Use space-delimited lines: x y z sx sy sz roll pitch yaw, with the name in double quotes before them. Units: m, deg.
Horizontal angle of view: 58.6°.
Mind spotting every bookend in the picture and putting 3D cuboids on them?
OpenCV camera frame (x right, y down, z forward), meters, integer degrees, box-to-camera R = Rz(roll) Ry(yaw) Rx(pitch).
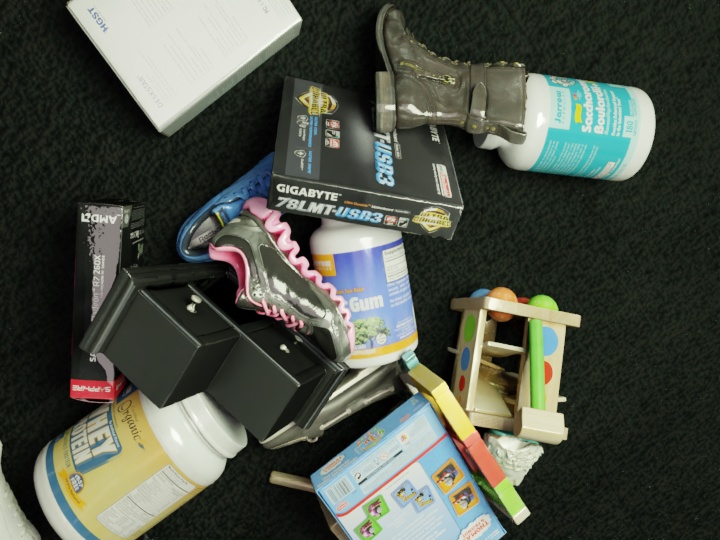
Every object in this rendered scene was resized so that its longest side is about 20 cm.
"bookend" -0.139 0.089 0.661 0.197 0.199 0.093 39 103 13

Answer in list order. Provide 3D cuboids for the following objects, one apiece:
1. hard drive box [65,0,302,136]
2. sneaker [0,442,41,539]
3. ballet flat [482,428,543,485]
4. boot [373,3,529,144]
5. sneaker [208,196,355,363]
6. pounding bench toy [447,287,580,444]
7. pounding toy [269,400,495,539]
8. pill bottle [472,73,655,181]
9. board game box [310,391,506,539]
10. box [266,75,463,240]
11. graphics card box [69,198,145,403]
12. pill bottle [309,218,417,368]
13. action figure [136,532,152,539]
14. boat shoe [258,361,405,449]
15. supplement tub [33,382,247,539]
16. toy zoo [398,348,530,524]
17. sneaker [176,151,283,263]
"hard drive box" -0.186 -0.274 0.704 0.198 0.077 0.157 -37 101 -3
"sneaker" -0.426 0.291 0.755 0.097 0.074 0.206 4 97 -28
"ballet flat" 0.182 0.225 0.771 0.070 0.200 0.074 -3 78 15
"boot" 0.100 -0.216 0.712 0.169 0.070 0.205 1 59 1
"sneaker" -0.087 0.026 0.681 0.095 0.079 0.201 -37 89 -33
"pounding bench toy" 0.183 0.103 0.740 0.121 0.200 0.161 11 84 -10
"pounding toy" 0.023 0.282 0.797 0.199 0.142 0.186 -40 110 -6
"pill bottle" 0.237 -0.172 0.768 0.194 0.111 0.114 4 97 -10
"board game box" 0.057 0.260 0.707 0.150 0.037 0.203 -34 109 -9
"box" 0.003 -0.127 0.699 0.193 0.203 0.050 9 132 -9
"graphics card box" -0.275 0.025 0.705 0.049 0.125 0.206 5 98 -8
"pill bottle" 0.000 0.000 0.752 0.109 0.112 0.206 -12 99 -7
"action figure" -0.309 0.408 0.764 0.199 0.102 0.120 -40 113 -4
"boat shoe" -0.031 0.173 0.794 0.197 0.067 0.058 -33 97 -7
"supplement tub" -0.242 0.204 0.724 0.198 0.145 0.146 -35 101 -3
"toy zoo" 0.103 0.177 0.720 0.020 0.131 0.202 -34 96 -10
"sneaker" -0.127 -0.076 0.740 0.199 0.078 0.067 -38 100 -4
